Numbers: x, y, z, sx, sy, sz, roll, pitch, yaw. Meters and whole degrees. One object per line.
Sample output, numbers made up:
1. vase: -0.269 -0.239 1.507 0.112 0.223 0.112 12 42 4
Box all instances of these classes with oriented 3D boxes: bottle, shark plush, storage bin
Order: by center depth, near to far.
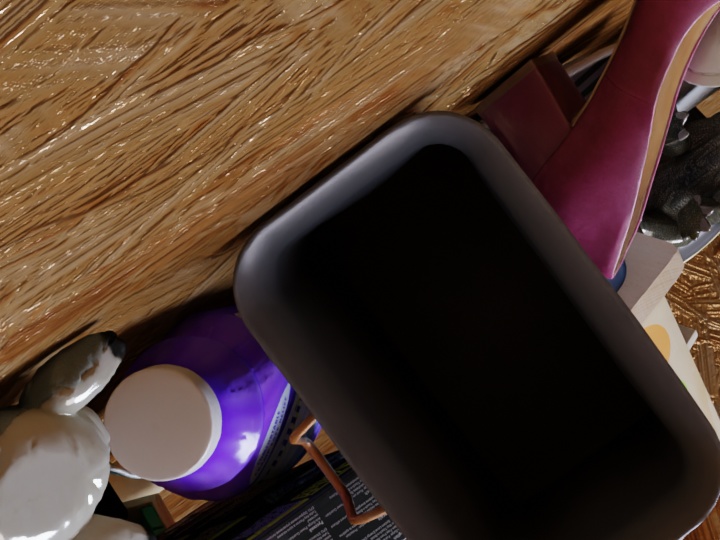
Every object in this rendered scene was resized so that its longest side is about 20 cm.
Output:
1. shark plush: -0.155 0.095 1.104 0.083 0.091 0.200 -2 -158 34
2. storage bin: 0.044 0.038 1.242 0.145 0.200 0.134 -37 -175 8
3. bottle: -0.062 0.058 1.304 0.200 0.065 0.084 -9 120 -79

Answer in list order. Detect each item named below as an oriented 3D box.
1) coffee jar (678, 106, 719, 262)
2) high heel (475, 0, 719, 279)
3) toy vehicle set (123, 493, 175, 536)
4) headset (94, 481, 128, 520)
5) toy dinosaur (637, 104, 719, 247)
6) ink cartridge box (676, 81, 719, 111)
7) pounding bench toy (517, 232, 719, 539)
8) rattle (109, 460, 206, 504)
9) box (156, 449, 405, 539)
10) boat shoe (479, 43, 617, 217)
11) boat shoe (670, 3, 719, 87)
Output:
1. coffee jar: 0.146 -0.043 1.642 0.085 0.104 0.200 -42 177 -8
2. high heel: 0.143 -0.084 1.254 0.200 0.096 0.067 -38 175 24
3. toy vehicle set: -0.123 0.188 1.436 0.124 0.200 0.027 -15 125 -16
4. headset: -0.166 0.147 1.316 0.123 0.094 0.200 -38 169 15
5. toy dinosaur: 0.157 -0.040 1.446 0.102 0.077 0.200 -8 156 -50
6. ink cartridge box: 0.223 -0.154 1.473 0.200 0.044 0.174 -35 176 -13
7. pounding bench toy: 0.061 0.047 1.449 0.200 0.156 0.124 19 -121 41
8. rattle: -0.074 0.128 1.582 0.130 0.143 0.200 -17 180 -4
9. box: -0.074 0.145 1.336 0.200 0.048 0.193 -33 -173 -36
10. boat shoe: 0.056 -0.037 1.343 0.200 0.074 0.067 -46 170 -15
11. boat shoe: 0.216 -0.149 1.301 0.200 0.073 0.062 -42 171 7
